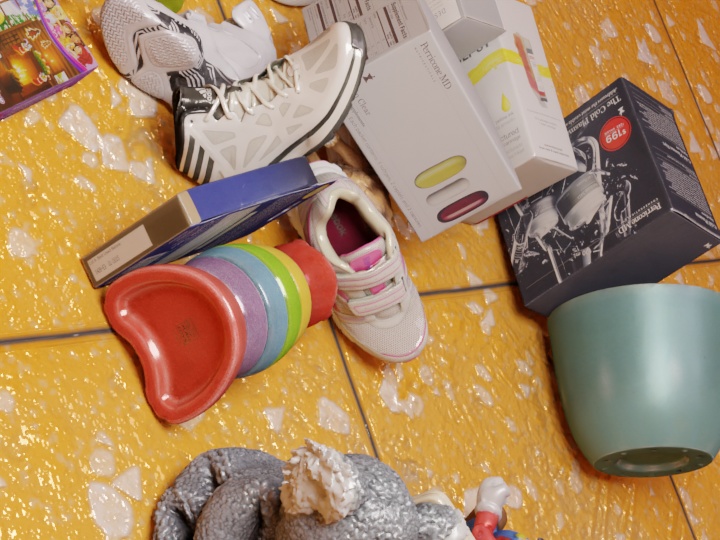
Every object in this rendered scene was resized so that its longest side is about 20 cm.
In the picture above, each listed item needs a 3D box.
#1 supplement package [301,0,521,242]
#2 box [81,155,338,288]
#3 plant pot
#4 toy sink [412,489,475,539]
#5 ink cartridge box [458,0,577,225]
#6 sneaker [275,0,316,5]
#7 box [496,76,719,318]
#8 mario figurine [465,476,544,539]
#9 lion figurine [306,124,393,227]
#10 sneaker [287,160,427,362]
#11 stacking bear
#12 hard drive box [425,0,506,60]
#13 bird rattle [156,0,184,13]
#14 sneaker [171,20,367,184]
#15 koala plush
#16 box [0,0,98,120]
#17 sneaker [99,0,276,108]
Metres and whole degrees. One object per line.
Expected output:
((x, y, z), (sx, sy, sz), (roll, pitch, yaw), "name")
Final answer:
((0.047, -0.160, 1.350), (0.200, 0.111, 0.156), (54, 13, -36), "supplement package")
((-0.117, -0.044, 1.167), (0.200, 0.121, 0.033), (-21, 83, -54), "box")
((0.299, 0.125, 1.511), (0.200, 0.200, 0.162), (21, 60, -42), "plant pot")
((0.047, 0.297, 1.139), (0.201, 0.130, 0.112), (59, 37, -6), "toy sink")
((0.127, -0.171, 1.526), (0.083, 0.145, 0.201), (10, 60, -46), "ink cartridge box")
((-0.081, -0.324, 1.419), (0.200, 0.088, 0.076), (13, 56, -46), "sneaker")
((0.257, -0.069, 1.551), (0.104, 0.200, 0.183), (22, 42, -42), "box")
((0.147, 0.250, 1.239), (0.123, 0.106, 0.200), (24, 0, -6), "mario figurine")
((-0.015, -0.113, 1.381), (0.122, 0.072, 0.201), (43, 34, -39), "lion figurine")
((0.000, 0.000, 1.277), (0.200, 0.081, 0.088), (58, -7, -15), "sneaker")
((-0.090, 0.028, 1.171), (0.200, 0.113, 0.122), (-24, 87, -58), "stacking bear")
((0.045, -0.306, 1.504), (0.077, 0.156, 0.201), (6, 64, -50), "hard drive box")
((-0.218, -0.295, 1.251), (0.199, 0.113, 0.163), (4, 44, -46), "bird rattle")
((-0.087, -0.140, 1.207), (0.115, 0.201, 0.076), (20, 35, -34), "sneaker")
((-0.038, 0.191, 1.043), (0.177, 0.200, 0.184), (32, 45, -34), "koala plush")
((-0.307, -0.215, 1.116), (0.200, 0.039, 0.137), (57, 36, -7), "box")
((-0.146, -0.201, 1.276), (0.200, 0.075, 0.115), (39, 41, -36), "sneaker")
